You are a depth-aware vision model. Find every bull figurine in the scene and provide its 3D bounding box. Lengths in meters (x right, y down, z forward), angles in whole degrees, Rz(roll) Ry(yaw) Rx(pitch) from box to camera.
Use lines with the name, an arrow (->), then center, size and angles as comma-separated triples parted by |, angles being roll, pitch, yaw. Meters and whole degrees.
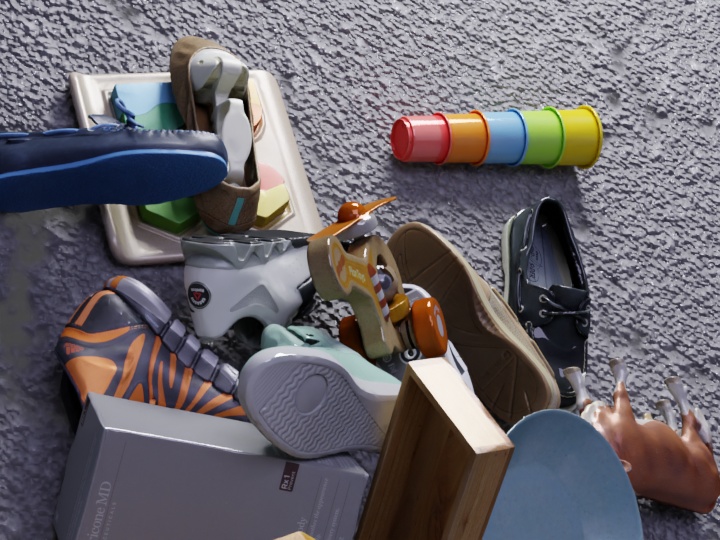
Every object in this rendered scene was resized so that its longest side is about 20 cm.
bull figurine -> 0.223, 0.141, 1.478 | 0.199, 0.065, 0.122 | 23, 52, -39

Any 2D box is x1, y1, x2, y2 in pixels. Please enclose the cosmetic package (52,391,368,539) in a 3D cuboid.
cosmetic package -> -0.108, 0.162, 1.270 | 0.199, 0.108, 0.090 | 10, 11, -22

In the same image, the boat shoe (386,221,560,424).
boat shoe -> 0.092, 0.046, 1.502 | 0.201, 0.071, 0.064 | 55, 18, 16

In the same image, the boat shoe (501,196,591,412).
boat shoe -> 0.167, 0.023, 1.548 | 0.074, 0.066, 0.201 | 14, 53, -20

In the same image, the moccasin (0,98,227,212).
moccasin -> -0.202, -0.095, 1.392 | 0.198, 0.081, 0.069 | -2, 56, -1

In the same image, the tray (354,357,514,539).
tray -> 0.047, 0.172, 1.279 | 0.037, 0.201, 0.099 | -7, 39, -29

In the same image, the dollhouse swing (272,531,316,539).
dollhouse swing -> -0.081, 0.300, 1.157 | 0.199, 0.176, 0.183 | -13, 64, -34

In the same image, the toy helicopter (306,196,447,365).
toy helicopter -> 0.000, 0.000, 1.366 | 0.078, 0.200, 0.133 | -13, 78, 15

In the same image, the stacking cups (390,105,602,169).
stacking cups -> 0.122, -0.117, 1.636 | 0.199, 0.061, 0.061 | -5, 61, -25

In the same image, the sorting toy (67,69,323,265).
sorting toy -> -0.132, -0.093, 1.492 | 0.199, 0.037, 0.186 | -2, 59, -29

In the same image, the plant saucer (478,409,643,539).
plant saucer -> 0.139, 0.206, 1.339 | 0.200, 0.039, 0.203 | 14, 70, -44

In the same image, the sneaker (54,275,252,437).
sneaker -> -0.147, 0.108, 1.331 | 0.200, 0.078, 0.112 | 42, 63, -2

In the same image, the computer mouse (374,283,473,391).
computer mouse -> 0.059, 0.101, 1.439 | 0.109, 0.044, 0.201 | -25, 60, 7

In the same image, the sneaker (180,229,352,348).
sneaker -> -0.072, 0.013, 1.406 | 0.199, 0.074, 0.089 | -8, 101, -54

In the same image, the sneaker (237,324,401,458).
sneaker -> -0.051, 0.078, 1.288 | 0.118, 0.074, 0.200 | 31, 5, 33

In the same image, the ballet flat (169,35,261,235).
ballet flat -> -0.113, -0.125, 1.458 | 0.067, 0.072, 0.201 | 5, 57, -21
